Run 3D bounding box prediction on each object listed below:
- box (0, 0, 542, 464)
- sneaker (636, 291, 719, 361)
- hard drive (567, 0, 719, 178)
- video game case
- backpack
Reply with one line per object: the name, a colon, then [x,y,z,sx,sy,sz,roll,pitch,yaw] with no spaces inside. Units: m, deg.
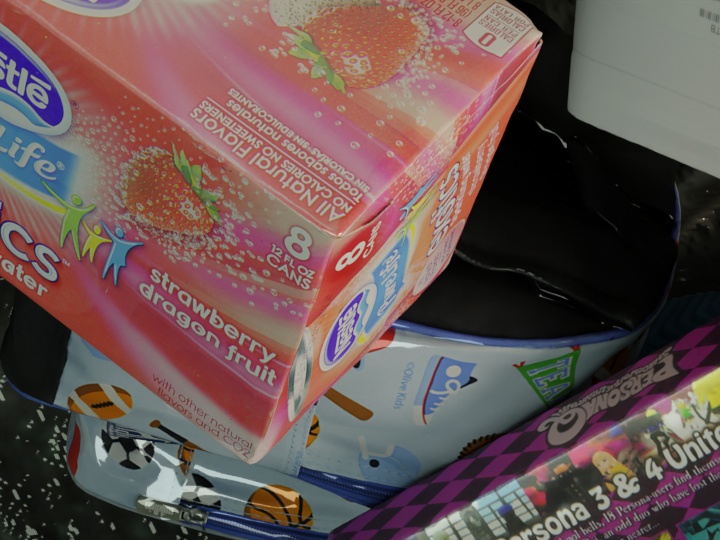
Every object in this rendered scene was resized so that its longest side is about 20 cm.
box: [-0.067,-0.061,0.655,0.200,0.095,0.103,37,142,11]
sneaker: [0.094,0.077,0.872,0.081,0.077,0.200,34,127,-30]
hard drive: [0.112,-0.118,0.652,0.132,0.027,0.201,28,124,44]
video game case: [0.119,0.104,0.725,0.199,0.036,0.182,-31,108,17]
backpack: [0.000,0.000,0.791,0.189,0.200,0.155,12,130,8]
